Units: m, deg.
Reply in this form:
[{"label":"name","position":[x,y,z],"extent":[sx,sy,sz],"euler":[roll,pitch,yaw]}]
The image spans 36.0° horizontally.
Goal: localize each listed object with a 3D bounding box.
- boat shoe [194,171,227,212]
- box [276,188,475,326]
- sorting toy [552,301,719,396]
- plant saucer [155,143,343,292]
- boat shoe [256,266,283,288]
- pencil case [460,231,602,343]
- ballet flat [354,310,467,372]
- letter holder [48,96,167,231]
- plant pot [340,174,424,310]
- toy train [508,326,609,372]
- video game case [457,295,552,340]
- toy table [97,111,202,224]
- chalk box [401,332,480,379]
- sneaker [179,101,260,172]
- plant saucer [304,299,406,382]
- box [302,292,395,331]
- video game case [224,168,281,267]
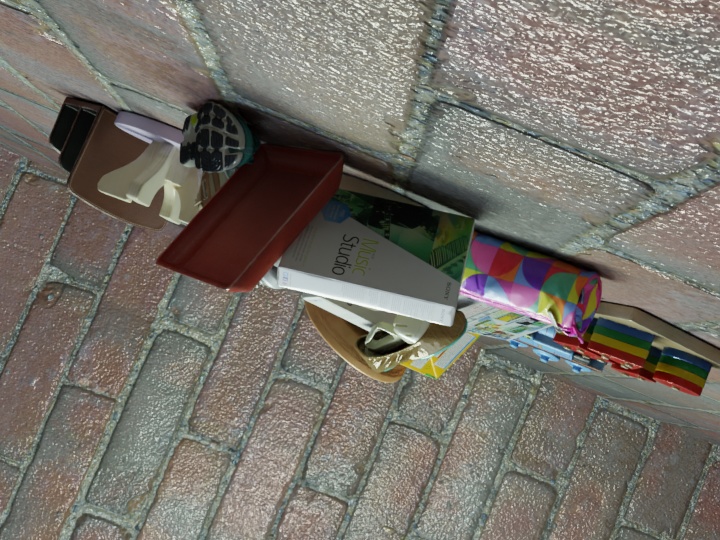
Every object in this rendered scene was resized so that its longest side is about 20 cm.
[{"label":"boat shoe","position":[-0.187,-0.098,1.461],"extent":[0.076,0.072,0.200],"euler":[49,-167,-39]},{"label":"box","position":[0.021,-0.021,1.242],"extent":[0.199,0.145,0.036],"euler":[13,137,4]},{"label":"sorting toy","position":[0.387,0.110,1.555],"extent":[0.199,0.070,0.199],"euler":[25,175,-23]},{"label":"plant saucer","position":[-0.121,-0.057,1.263],"extent":[0.037,0.200,0.199],"euler":[48,162,-30]},{"label":"boat shoe","position":[-0.132,-0.017,1.471],"extent":[0.074,0.068,0.200],"euler":[54,-170,-23]},{"label":"pencil case","position":[0.190,0.014,1.325],"extent":[0.199,0.089,0.088],"euler":[21,175,29]},{"label":"ballet flat","position":[0.059,0.089,1.530],"extent":[0.072,0.068,0.200],"euler":[33,147,-23]},{"label":"letter holder","position":[-0.378,-0.156,1.711],"extent":[0.100,0.143,0.200],"euler":[18,174,40]},{"label":"plant pot","position":[0.006,-0.027,1.414],"extent":[0.199,0.135,0.200],"euler":[22,175,2]},{"label":"toy train","position":[0.302,0.096,1.736],"extent":[0.199,0.087,0.114],"euler":[22,169,15]},{"label":"video game case","position":[0.191,0.052,1.523],"extent":[0.182,0.022,0.200],"euler":[13,158,-28]},{"label":"toy table","position":[-0.279,-0.140,1.602],"extent":[0.199,0.118,0.184],"euler":[20,175,23]},{"label":"chalk box","position":[0.084,0.047,1.739],"extent":[0.124,0.124,0.200],"euler":[26,-154,-38]},{"label":"sneaker","position":[-0.152,-0.151,1.270],"extent":[0.079,0.078,0.200],"euler":[4,-173,-20]},{"label":"plant saucer","position":[0.000,0.089,1.731],"extent":[0.200,0.037,0.200],"euler":[37,-159,-17]},{"label":"box","position":[0.000,0.000,1.585],"extent":[0.036,0.145,0.200],"euler":[-2,161,34]},{"label":"video game case","position":[-0.125,-0.079,1.440],"extent":[0.201,0.017,0.143],"euler":[61,-171,19]}]
